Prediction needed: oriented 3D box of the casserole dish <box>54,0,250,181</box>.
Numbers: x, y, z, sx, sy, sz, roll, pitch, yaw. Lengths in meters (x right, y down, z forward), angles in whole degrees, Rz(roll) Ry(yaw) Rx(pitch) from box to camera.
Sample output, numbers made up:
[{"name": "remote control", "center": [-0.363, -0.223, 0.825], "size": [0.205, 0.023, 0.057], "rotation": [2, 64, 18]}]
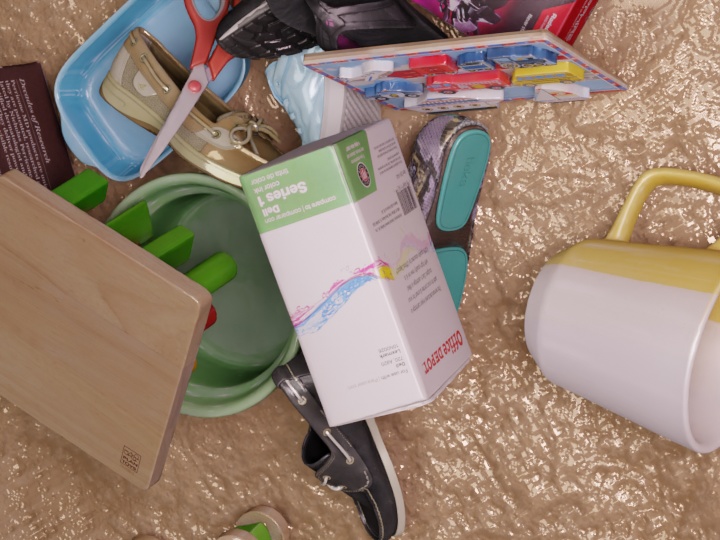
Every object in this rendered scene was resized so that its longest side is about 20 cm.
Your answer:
[{"name": "casserole dish", "center": [-0.170, -0.162, 1.743], "size": [0.200, 0.039, 0.121], "rotation": [-39, 83, 27]}]

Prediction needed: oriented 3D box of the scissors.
[{"name": "scissors", "center": [-0.120, -0.152, 1.647], "size": [0.073, 0.200, 0.014], "rotation": [17, 154, -12]}]

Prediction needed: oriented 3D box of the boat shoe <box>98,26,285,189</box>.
[{"name": "boat shoe", "center": [-0.121, -0.123, 1.670], "size": [0.201, 0.073, 0.063], "rotation": [35, 107, 26]}]

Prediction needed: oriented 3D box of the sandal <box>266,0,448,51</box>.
[{"name": "sandal", "center": [0.010, -0.181, 1.571], "size": [0.075, 0.200, 0.048], "rotation": [-41, 48, 22]}]

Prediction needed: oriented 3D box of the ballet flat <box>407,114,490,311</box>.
[{"name": "ballet flat", "center": [0.054, -0.031, 1.656], "size": [0.072, 0.072, 0.201], "rotation": [19, 107, 21]}]

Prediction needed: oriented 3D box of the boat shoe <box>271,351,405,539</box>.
[{"name": "boat shoe", "center": [-0.016, 0.144, 1.677], "size": [0.072, 0.068, 0.200], "rotation": [41, 156, 52]}]

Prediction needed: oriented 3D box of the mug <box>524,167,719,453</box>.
[{"name": "mug", "center": [0.218, 0.033, 1.564], "size": [0.153, 0.187, 0.150], "rotation": [15, 139, 31]}]

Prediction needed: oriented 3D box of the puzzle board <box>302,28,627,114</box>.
[{"name": "puzzle board", "center": [0.079, -0.143, 1.550], "size": [0.200, 0.151, 0.017], "rotation": [-2, 79, 30]}]

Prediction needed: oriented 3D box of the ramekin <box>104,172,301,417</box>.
[{"name": "ramekin", "center": [-0.114, 0.013, 1.716], "size": [0.200, 0.098, 0.201], "rotation": [5, 102, 25]}]

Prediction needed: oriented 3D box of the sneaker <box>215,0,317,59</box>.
[{"name": "sneaker", "center": [-0.032, -0.240, 1.599], "size": [0.200, 0.076, 0.088], "rotation": [-31, 62, 20]}]

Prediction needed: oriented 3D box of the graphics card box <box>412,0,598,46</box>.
[{"name": "graphics card box", "center": [0.091, -0.250, 1.597], "size": [0.200, 0.051, 0.126], "rotation": [36, 113, 17]}]

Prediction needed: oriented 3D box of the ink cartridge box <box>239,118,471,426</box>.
[{"name": "ink cartridge box", "center": [0.000, 0.000, 1.558], "size": [0.084, 0.145, 0.200], "rotation": [-18, 96, 20]}]

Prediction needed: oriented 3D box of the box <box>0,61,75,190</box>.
[{"name": "box", "center": [-0.364, -0.071, 1.761], "size": [0.166, 0.200, 0.165], "rotation": [-16, 93, 26]}]

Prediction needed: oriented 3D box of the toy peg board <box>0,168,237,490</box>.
[{"name": "toy peg board", "center": [-0.200, 0.033, 1.668], "size": [0.200, 0.098, 0.199], "rotation": [32, 127, 18]}]

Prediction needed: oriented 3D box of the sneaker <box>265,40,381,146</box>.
[{"name": "sneaker", "center": [-0.034, -0.138, 1.671], "size": [0.082, 0.074, 0.201], "rotation": [1, 90, 31]}]

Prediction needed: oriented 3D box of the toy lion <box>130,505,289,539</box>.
[{"name": "toy lion", "center": [-0.109, 0.311, 1.797], "size": [0.200, 0.069, 0.192], "rotation": [-16, 100, 27]}]
